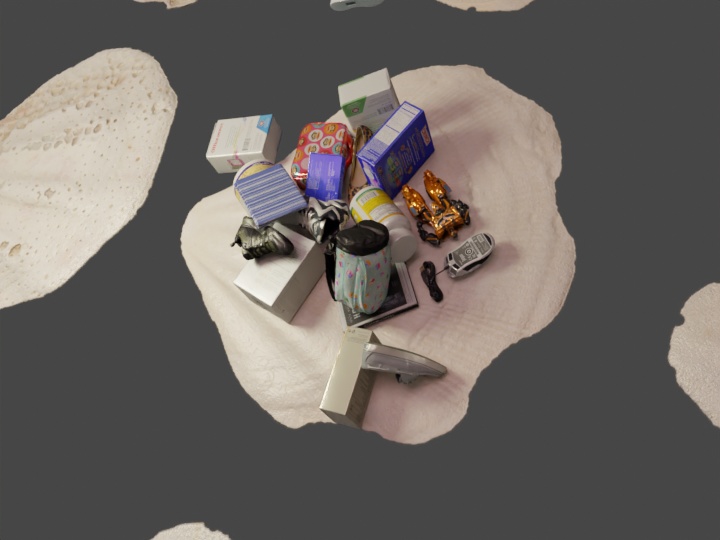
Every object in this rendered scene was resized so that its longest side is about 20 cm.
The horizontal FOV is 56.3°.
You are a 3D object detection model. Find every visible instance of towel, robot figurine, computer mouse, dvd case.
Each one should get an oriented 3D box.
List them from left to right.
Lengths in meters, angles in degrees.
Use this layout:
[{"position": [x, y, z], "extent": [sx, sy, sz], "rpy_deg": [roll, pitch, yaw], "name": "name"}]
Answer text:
[{"position": [-0.233, -0.195, 1.740], "extent": [0.142, 0.024, 0.201], "rpy_deg": [-24, 49, -12], "name": "towel"}, {"position": [0.034, 0.059, 1.672], "extent": [0.196, 0.025, 0.153], "rpy_deg": [-21, 56, 8], "name": "dvd case"}, {"position": [0.189, -0.158, 1.713], "extent": [0.144, 0.058, 0.201], "rpy_deg": [-34, 55, 2], "name": "robot figurine"}, {"position": [0.241, -0.015, 1.623], "extent": [0.198, 0.044, 0.111], "rpy_deg": [-32, 50, 9], "name": "computer mouse"}]

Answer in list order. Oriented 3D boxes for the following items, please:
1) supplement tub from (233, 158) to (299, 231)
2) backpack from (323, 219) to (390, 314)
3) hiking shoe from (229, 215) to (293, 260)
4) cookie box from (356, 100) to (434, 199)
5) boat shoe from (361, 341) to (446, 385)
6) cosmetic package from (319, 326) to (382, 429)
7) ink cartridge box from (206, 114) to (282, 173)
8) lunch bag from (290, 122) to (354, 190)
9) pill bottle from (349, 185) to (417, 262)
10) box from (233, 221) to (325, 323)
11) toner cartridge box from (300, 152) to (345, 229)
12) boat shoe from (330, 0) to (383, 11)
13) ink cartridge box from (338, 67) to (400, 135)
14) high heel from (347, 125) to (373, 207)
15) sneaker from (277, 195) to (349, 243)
[{"position": [-0.253, -0.195, 1.856], "extent": [0.144, 0.146, 0.201], "rpy_deg": [-37, 55, -2], "name": "supplement tub"}, {"position": [0.000, 0.000, 1.587], "extent": [0.125, 0.204, 0.165], "rpy_deg": [27, 34, 35], "name": "backpack"}, {"position": [-0.248, -0.061, 1.702], "extent": [0.198, 0.076, 0.102], "rpy_deg": [26, 82, 41], "name": "hiking shoe"}, {"position": [0.097, -0.310, 1.770], "extent": [0.075, 0.172, 0.201], "rpy_deg": [35, 77, 30], "name": "cookie box"}, {"position": [0.094, 0.215, 1.501], "extent": [0.197, 0.070, 0.073], "rpy_deg": [16, 89, -11], "name": "boat shoe"}, {"position": [-0.016, 0.243, 1.538], "extent": [0.072, 0.104, 0.203], "rpy_deg": [8, 64, 26], "name": "cosmetic package"}, {"position": [-0.352, -0.382, 2.040], "extent": [0.196, 0.085, 0.147], "rpy_deg": [0, 61, 20], "name": "ink cartridge box"}, {"position": [-0.096, -0.325, 1.908], "extent": [0.172, 0.082, 0.204], "rpy_deg": [3, 63, 22], "name": "lunch bag"}, {"position": [0.060, -0.114, 1.696], "extent": [0.112, 0.113, 0.201], "rpy_deg": [-35, 49, -1], "name": "pill bottle"}, {"position": [-0.202, 0.004, 1.746], "extent": [0.151, 0.107, 0.202], "rpy_deg": [27, 74, 32], "name": "box"}, {"position": [-0.099, -0.208, 1.808], "extent": [0.093, 0.043, 0.205], "rpy_deg": [7, 89, 14], "name": "toner cartridge box"}, {"position": [-0.005, -0.916, 2.212], "extent": [0.198, 0.074, 0.088], "rpy_deg": [0, 78, 29], "name": "boat shoe"}, {"position": [0.040, -0.431, 1.844], "extent": [0.142, 0.201, 0.089], "rpy_deg": [-18, 53, 12], "name": "ink cartridge box"}, {"position": [-0.010, -0.282, 1.811], "extent": [0.070, 0.143, 0.203], "rpy_deg": [10, 65, 25], "name": "high heel"}, {"position": [-0.126, -0.126, 1.708], "extent": [0.194, 0.081, 0.130], "rpy_deg": [6, 30, -4], "name": "sneaker"}]
